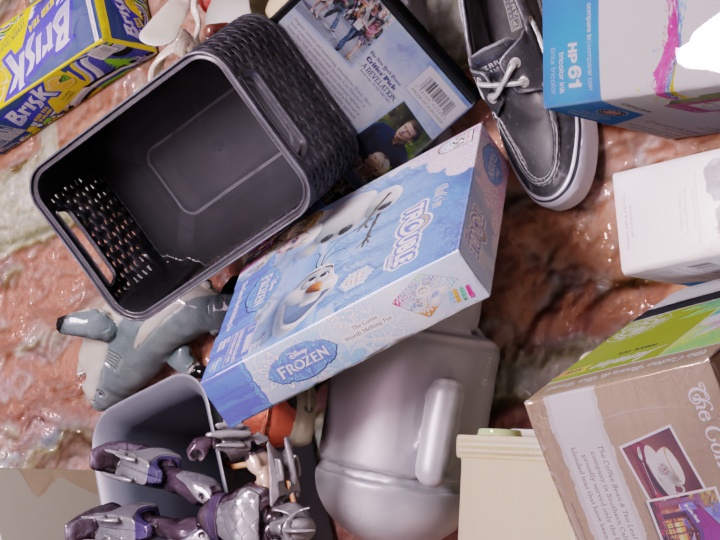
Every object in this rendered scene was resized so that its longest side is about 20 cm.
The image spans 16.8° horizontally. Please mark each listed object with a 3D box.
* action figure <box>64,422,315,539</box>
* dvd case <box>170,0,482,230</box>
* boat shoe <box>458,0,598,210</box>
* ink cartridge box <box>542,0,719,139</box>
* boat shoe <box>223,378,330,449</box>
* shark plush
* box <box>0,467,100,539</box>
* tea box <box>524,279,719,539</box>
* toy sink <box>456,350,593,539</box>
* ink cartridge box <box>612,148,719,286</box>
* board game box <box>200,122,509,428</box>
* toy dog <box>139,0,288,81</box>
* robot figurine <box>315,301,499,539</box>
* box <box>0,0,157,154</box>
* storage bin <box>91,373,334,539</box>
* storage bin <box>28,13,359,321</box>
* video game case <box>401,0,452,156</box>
[{"bbox_3d":[-0.105,0.164,1.637,0.199,0.069,0.131,5,87,41],"label":"action figure"},{"bbox_3d":[-0.027,-0.117,1.737,0.143,0.018,0.200,48,121,-2],"label":"dvd case"},{"bbox_3d":[0.106,-0.138,1.665,0.072,0.068,0.201,-22,70,38],"label":"boat shoe"},{"bbox_3d":[0.232,-0.139,1.502,0.199,0.144,0.085,-7,80,41],"label":"ink cartridge box"},{"bbox_3d":[-0.047,0.068,1.724,0.062,0.200,0.071,11,113,5],"label":"boat shoe"},{"bbox_3d":[-0.137,0.048,1.887,0.199,0.091,0.084,-17,93,18],"label":"shark plush"},{"bbox_3d":[-0.225,0.203,1.829,0.095,0.200,0.078,-38,61,32],"label":"box"},{"bbox_3d":[0.225,0.119,1.403,0.133,0.197,0.201,-16,98,38],"label":"tea box"},{"bbox_3d":[0.139,0.153,1.560,0.112,0.130,0.201,-1,85,42],"label":"toy sink"},{"bbox_3d":[0.268,-0.040,1.478,0.199,0.115,0.068,-12,77,39],"label":"ink cartridge box"},{"bbox_3d":[0.000,0.000,1.624,0.199,0.200,0.043,-27,110,19],"label":"board game box"},{"bbox_3d":[-0.115,-0.193,1.824,0.200,0.096,0.132,14,89,44],"label":"toy dog"},{"bbox_3d":[0.032,0.103,1.671,0.170,0.112,0.201,-163,82,-77],"label":"robot figurine"},{"bbox_3d":[-0.259,-0.170,1.996,0.200,0.064,0.070,-28,67,35],"label":"box"},{"bbox_3d":[-0.086,0.181,1.753,0.145,0.134,0.201,-27,68,36],"label":"storage bin"},{"bbox_3d":[-0.118,-0.072,1.731,0.200,0.094,0.135,-33,97,32],"label":"storage bin"},{"bbox_3d":[-0.012,-0.106,1.798,0.182,0.022,0.201,-25,68,37],"label":"video game case"}]
